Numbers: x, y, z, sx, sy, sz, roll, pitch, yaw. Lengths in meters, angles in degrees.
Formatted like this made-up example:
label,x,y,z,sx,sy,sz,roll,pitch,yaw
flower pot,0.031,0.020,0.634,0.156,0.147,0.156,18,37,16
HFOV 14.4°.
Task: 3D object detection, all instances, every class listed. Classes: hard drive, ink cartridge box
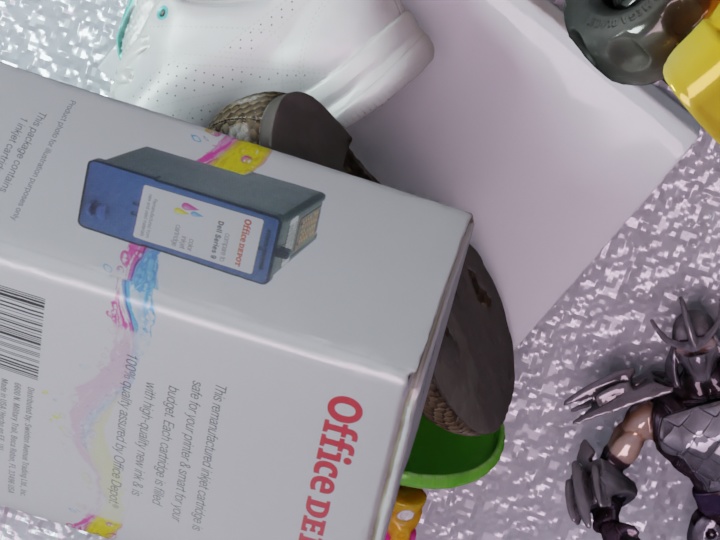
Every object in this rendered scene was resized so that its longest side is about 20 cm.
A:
label,x,y,z,sx,sy,sz,roll,pitch,yaw
hard drive,0.015,-0.069,1.114,0.200,0.027,0.132,38,111,-7
ink cartridge box,-0.073,0.025,0.996,0.199,0.088,0.146,18,140,5

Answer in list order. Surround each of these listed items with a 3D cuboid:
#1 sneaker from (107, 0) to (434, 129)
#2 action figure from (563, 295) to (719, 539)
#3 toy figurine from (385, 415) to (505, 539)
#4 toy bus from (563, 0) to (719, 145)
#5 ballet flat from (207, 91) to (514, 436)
label,x,y,z,sx,sy,sz,roll,pitch,yaw
sneaker,-0.074,-0.062,1.083,0.199,0.075,0.089,-34,97,9
action figure,0.154,0.103,1.140,0.129,0.069,0.201,-11,106,17
toy figurine,-0.059,0.120,1.163,0.199,0.151,0.185,4,128,-20
toy bus,0.159,-0.134,0.976,0.192,0.200,0.136,-42,130,13
ballet flat,0.000,0.000,1.065,0.046,0.068,0.200,-8,145,31
